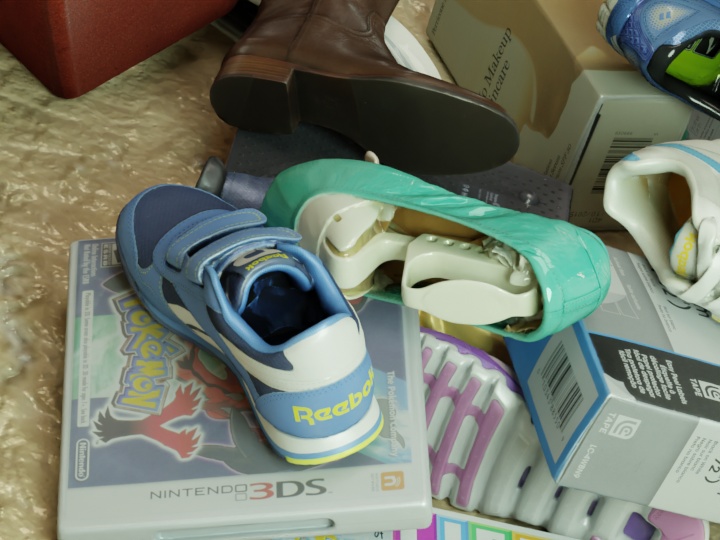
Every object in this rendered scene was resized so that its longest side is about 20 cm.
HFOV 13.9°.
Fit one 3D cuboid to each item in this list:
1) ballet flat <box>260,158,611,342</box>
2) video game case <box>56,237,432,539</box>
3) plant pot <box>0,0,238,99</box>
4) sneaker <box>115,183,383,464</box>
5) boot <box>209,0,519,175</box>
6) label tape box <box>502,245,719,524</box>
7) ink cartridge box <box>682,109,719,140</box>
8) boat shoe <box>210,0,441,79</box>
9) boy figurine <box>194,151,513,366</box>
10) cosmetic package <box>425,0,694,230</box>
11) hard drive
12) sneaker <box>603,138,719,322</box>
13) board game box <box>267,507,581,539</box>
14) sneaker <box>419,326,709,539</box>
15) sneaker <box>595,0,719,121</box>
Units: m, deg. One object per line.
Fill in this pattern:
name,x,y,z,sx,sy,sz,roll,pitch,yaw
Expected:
ballet flat,0.024,-0.010,1.449,0.199,0.068,0.070,13,27,27
video game case,-0.059,0.054,1.475,0.181,0.023,0.201,-4,45,1
plant pot,-0.159,-0.223,1.703,0.199,0.177,0.200,-32,57,-26
sneaker,-0.055,0.007,1.448,0.074,0.083,0.200,-30,49,-20
boot,0.022,-0.149,1.713,0.185,0.065,0.201,14,43,8
label tape box,0.180,0.064,1.500,0.199,0.066,0.144,14,31,-21
ink cartridge box,0.202,-0.159,1.853,0.076,0.137,0.200,-12,47,-40
boat shoe,-0.033,-0.139,1.778,0.068,0.072,0.200,-36,67,-28
boy figurine,0.000,0.000,1.579,0.199,0.125,0.064,19,-9,1
cosmetic package,0.119,-0.126,1.799,0.071,0.106,0.200,0,38,-27
hard drive,0.018,-0.032,1.679,0.199,0.043,0.135,17,35,-3
sneaker,0.200,0.005,1.482,0.080,0.077,0.200,-3,34,-37
board game box,0.047,0.174,1.429,0.199,0.034,0.135,13,36,-10
sneaker,0.095,0.087,1.537,0.199,0.081,0.089,29,31,3
sneaker,0.232,-0.111,1.702,0.199,0.079,0.089,9,37,-26
